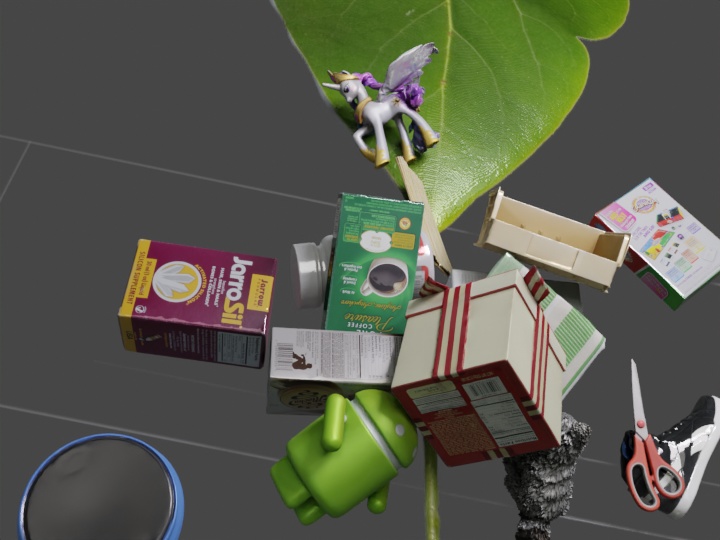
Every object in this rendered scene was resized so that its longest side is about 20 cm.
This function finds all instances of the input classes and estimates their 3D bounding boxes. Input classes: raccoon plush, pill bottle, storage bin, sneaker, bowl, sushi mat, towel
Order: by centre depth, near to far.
[{"bbox_3d":[-0.319,0.295,1.002,0.199,0.039,0.202,5,56,-7],"label":"bowl"},{"bbox_3d":[0.255,0.279,1.050,0.096,0.134,0.201,0,56,-11],"label":"raccoon plush"},{"bbox_3d":[0.434,0.236,1.146,0.111,0.073,0.200,30,58,9],"label":"sneaker"},{"bbox_3d":[0.237,0.095,1.161,0.200,0.023,0.153,38,92,-6],"label":"towel"},{"bbox_3d":[0.000,0.000,1.207,0.199,0.114,0.114,-5,57,-13],"label":"pill bottle"},{"bbox_3d":[0.281,-0.048,1.232,0.199,0.199,0.094,20,94,4],"label":"storage bin"},{"bbox_3d":[0.104,-0.085,1.303,0.012,0.096,0.201,-26,57,17],"label":"sushi mat"}]

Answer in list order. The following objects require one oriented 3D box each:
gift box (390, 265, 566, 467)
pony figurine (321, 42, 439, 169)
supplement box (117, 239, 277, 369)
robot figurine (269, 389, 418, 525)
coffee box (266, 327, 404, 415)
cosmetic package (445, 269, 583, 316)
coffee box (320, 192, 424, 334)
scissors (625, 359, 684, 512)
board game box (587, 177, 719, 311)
[{"bbox_3d":[0.156,0.106,1.030,0.184,0.201,0.187,-14,33,25],"label":"gift box"},{"bbox_3d":[0.053,-0.285,1.400,0.192,0.167,0.201,-24,78,-14],"label":"pony figurine"},{"bbox_3d":[-0.224,0.048,1.144,0.199,0.103,0.132,7,55,-5],"label":"supplement box"},{"bbox_3d":[-0.013,0.231,1.032,0.199,0.176,0.116,-34,37,-6],"label":"robot figurine"},{"bbox_3d":[-0.026,0.142,1.109,0.199,0.113,0.080,4,56,-8],"label":"coffee box"},{"bbox_3d":[0.228,0.067,1.225,0.199,0.071,0.102,7,56,-4],"label":"cosmetic package"},{"bbox_3d":[0.015,-0.002,1.129,0.122,0.044,0.201,5,94,-13],"label":"coffee box"},{"bbox_3d":[0.377,0.223,1.107,0.073,0.014,0.201,-15,70,-1],"label":"scissors"},{"bbox_3d":[0.506,-0.049,1.368,0.153,0.040,0.200,-30,66,-26],"label":"board game box"}]
